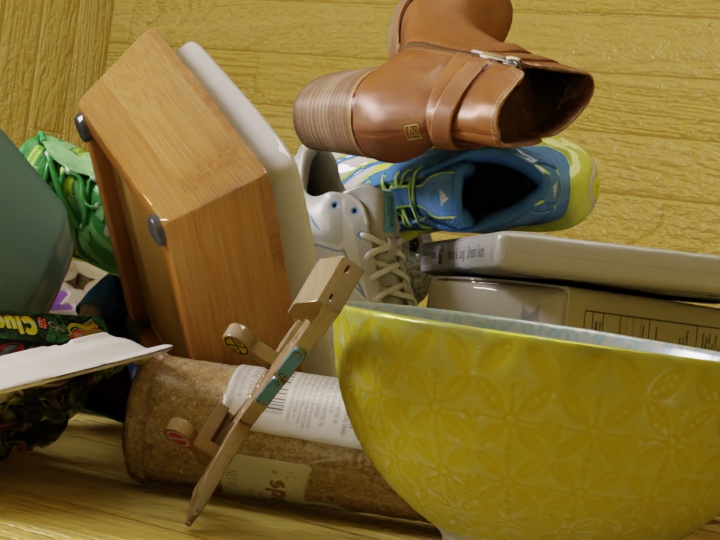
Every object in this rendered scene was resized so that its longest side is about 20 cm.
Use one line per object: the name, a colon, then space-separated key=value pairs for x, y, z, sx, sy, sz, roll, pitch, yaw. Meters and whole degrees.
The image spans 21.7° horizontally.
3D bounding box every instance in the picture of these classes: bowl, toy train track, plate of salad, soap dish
bowl: x=-0.238 y=0.007 z=1.085 sx=0.105 sy=0.202 sz=0.201 roll=31 pitch=-7 yaw=-16
toy train track: x=-0.046 y=0.039 z=0.802 sx=0.032 sy=0.115 sz=0.200 roll=32 pitch=-30 yaw=-4
bowl: x=0.080 y=0.079 z=0.810 sx=0.198 sy=0.109 sz=0.200 roll=8 pitch=1 yaw=0
plate of salad: x=-0.182 y=0.068 z=0.876 sx=0.198 sy=0.049 sz=0.200 roll=-14 pitch=-1 yaw=0
soap dish: x=-0.083 y=-0.007 z=1.016 sx=0.081 sy=0.201 sz=0.158 roll=-22 pitch=42 yaw=-17

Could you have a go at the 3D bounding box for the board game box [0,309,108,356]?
board game box: x=-0.231 y=0.051 z=0.953 sx=0.104 sy=0.024 sz=0.199 roll=-34 pitch=-25 yaw=32

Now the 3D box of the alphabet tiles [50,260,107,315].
alphabet tiles: x=-0.180 y=-0.017 z=1.267 sx=0.198 sy=0.015 sz=0.196 roll=-3 pitch=36 yaw=-23

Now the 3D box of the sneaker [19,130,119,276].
sneaker: x=-0.175 y=-0.041 z=1.157 sx=0.083 sy=0.075 sz=0.199 roll=28 pitch=-19 yaw=-38

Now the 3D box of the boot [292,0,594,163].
boot: x=0.074 y=-0.116 z=1.105 sx=0.154 sy=0.074 sz=0.200 roll=4 pitch=35 yaw=41

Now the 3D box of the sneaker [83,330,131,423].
sneaker: x=-0.110 y=0.082 z=1.204 sx=0.198 sy=0.079 sz=0.090 roll=8 pitch=21 yaw=3

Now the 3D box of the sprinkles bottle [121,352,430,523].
sprinkles bottle: x=-0.015 y=0.086 z=0.934 sx=0.198 sy=0.069 sz=0.068 roll=8 pitch=0 yaw=8

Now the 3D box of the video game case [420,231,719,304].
video game case: x=0.151 y=0.000 z=1.110 sx=0.198 sy=0.024 sz=0.182 roll=6 pitch=-2 yaw=-11

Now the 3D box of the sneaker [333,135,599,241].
sneaker: x=0.040 y=-0.056 z=1.136 sx=0.198 sy=0.077 sz=0.105 roll=-3 pitch=1 yaw=21

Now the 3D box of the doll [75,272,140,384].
doll: x=-0.108 y=0.036 z=1.160 sx=0.135 sy=0.049 sz=0.200 roll=-1 pitch=33 yaw=-20

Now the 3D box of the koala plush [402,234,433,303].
koala plush: x=-0.007 y=0.019 z=1.373 sx=0.182 sy=0.202 sz=0.177 roll=8 pitch=1 yaw=4

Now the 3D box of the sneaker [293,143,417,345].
sneaker: x=0.000 y=0.000 z=1.084 sx=0.075 sy=0.087 sz=0.200 roll=9 pitch=34 yaw=-50

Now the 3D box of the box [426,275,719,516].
box: x=0.137 y=0.077 z=1.130 sx=0.108 sy=0.129 sz=0.199 roll=6 pitch=-2 yaw=45

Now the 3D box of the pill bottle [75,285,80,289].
pill bottle: x=-0.194 y=0.037 z=1.301 sx=0.198 sy=0.114 sz=0.112 roll=8 pitch=0 yaw=-10
